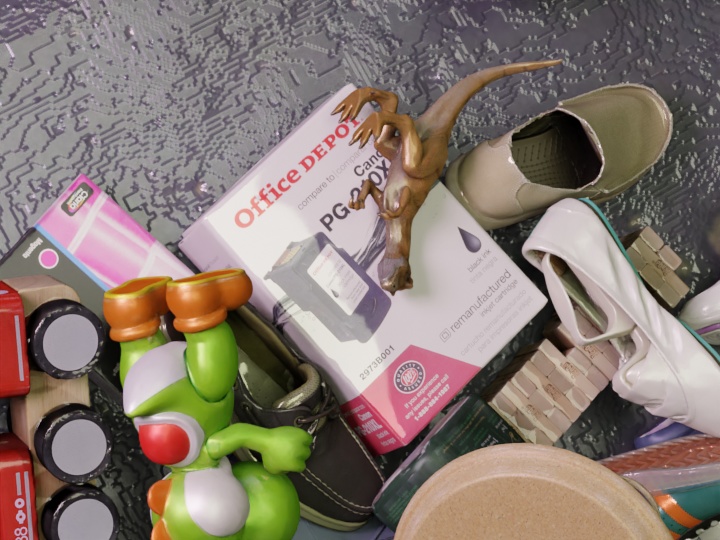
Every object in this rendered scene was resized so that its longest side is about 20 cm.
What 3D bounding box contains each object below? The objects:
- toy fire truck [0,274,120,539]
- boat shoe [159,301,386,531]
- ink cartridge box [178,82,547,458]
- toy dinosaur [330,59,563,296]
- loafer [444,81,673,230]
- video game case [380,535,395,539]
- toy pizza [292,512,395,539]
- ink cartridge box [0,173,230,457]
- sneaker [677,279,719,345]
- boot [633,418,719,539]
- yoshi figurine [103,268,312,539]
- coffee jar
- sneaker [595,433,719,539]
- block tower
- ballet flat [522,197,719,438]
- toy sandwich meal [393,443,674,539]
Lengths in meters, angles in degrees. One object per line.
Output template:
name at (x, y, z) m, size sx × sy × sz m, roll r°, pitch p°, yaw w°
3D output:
toy fire truck at (-0.264, 0.099, 1.240) m, size 0.199 × 0.129 × 0.177 m, roll -7°, pitch 102°, yaw -23°
boat shoe at (-0.051, 0.086, 1.292) m, size 0.201 × 0.066 × 0.072 m, roll 46°, pitch 45°, yaw -11°
ink cartridge box at (0.000, 0.000, 1.345) m, size 0.145 × 0.084 × 0.200 m, roll -44°, pitch 93°, yaw -19°
toy dinosaur at (0.039, -0.082, 1.308) m, size 0.106 × 0.060 × 0.201 m, roll 37°, pitch 74°, yaw -33°
loafer at (0.150, -0.080, 1.390) m, size 0.199 × 0.068 × 0.076 m, roll -25°, pitch 89°, yaw -34°
video game case at (0.037, 0.235, 1.276) m, size 0.199 × 0.019 × 0.143 m, roll -11°, pitch 59°, yaw -39°
toy pizza at (-0.018, 0.211, 1.301) m, size 0.199 × 0.032 × 0.201 m, roll 17°, pitch 45°, yaw -18°
ink cartridge box at (-0.143, 0.038, 1.331) m, size 0.200 × 0.037 × 0.095 m, roll 43°, pitch 73°, yaw -7°
sneaker at (0.299, -0.015, 1.445) m, size 0.199 × 0.075 × 0.100 m, roll -28°, pitch 70°, yaw -17°
boot at (0.291, 0.103, 1.410) m, size 0.199 × 0.073 × 0.091 m, roll -32°, pitch 91°, yaw -14°
yoshi figurine at (-0.089, 0.100, 1.238) m, size 0.111 × 0.112 × 0.202 m, roll -10°, pitch 96°, yaw -11°
coffee jar at (0.110, 0.181, 1.292) m, size 0.200 × 0.085 × 0.104 m, roll 43°, pitch 35°, yaw 5°
sneaker at (0.198, 0.165, 1.355) m, size 0.199 × 0.071 × 0.080 m, roll -15°, pitch 100°, yaw 18°
block tower at (0.145, 0.060, 1.390) m, size 0.054 × 0.058 × 0.200 m, roll 44°, pitch 75°, yaw -3°
ballet flat at (0.177, 0.044, 1.336) m, size 0.069 × 0.069 × 0.200 m, roll -35°, pitch 81°, yaw -17°
toy sandwich meal at (0.107, 0.192, 1.203) m, size 0.204 × 0.070 × 0.207 m, roll 6°, pitch 106°, yaw 21°
